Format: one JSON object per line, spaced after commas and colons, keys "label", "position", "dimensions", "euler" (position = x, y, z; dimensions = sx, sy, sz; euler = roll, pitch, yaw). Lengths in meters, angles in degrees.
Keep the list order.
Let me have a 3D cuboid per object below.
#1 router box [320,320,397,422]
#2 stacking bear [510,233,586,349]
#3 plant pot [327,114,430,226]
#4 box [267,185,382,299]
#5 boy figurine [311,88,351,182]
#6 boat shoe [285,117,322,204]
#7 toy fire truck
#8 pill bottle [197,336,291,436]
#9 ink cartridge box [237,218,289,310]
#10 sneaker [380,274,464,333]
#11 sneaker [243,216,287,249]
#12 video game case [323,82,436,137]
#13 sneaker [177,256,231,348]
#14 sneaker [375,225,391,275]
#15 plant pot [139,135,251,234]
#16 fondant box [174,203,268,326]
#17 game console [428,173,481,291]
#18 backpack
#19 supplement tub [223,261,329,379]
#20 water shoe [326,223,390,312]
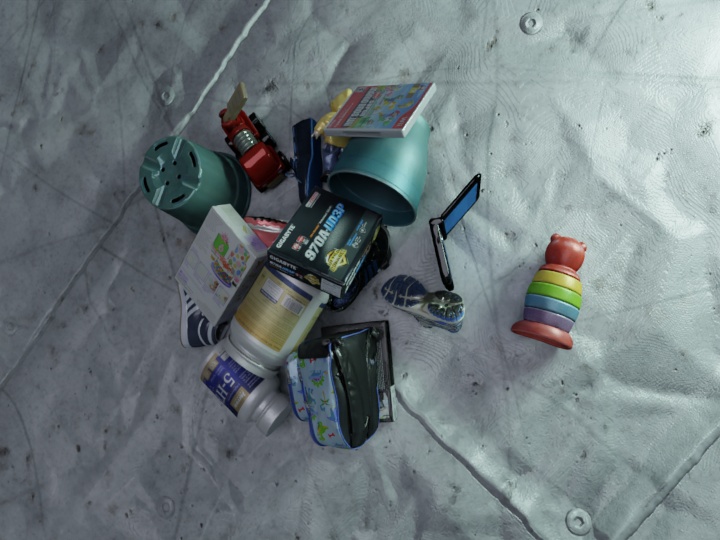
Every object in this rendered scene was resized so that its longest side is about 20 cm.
{"label": "router box", "position": [-0.003, 0.215, 1.119], "dimensions": [0.143, 0.051, 0.209], "euler": [-6, 83, 13]}
{"label": "stacking bear", "position": [0.379, 0.035, 1.029], "dimensions": [0.117, 0.114, 0.207], "euler": [16, 84, 13]}
{"label": "plant pot", "position": [0.054, -0.226, 1.084], "dimensions": [0.194, 0.201, 0.193], "euler": [19, 75, 13]}
{"label": "box", "position": [-0.062, -0.058, 0.997], "dimensions": [0.155, 0.047, 0.202], "euler": [23, 50, 9]}
{"label": "boy figurine", "position": [-0.051, -0.297, 1.164], "dimensions": [0.120, 0.064, 0.209], "euler": [6, 83, -22]}
{"label": "boat shoe", "position": [-0.124, -0.236, 1.185], "dimensions": [0.066, 0.084, 0.208], "euler": [-6, 67, 18]}
{"label": "toy fire truck", "position": [-0.239, -0.289, 1.141], "dimensions": [0.127, 0.200, 0.179], "euler": [-36, 79, 6]}
{"label": "pill bottle", "position": [-0.241, 0.248, 1.133], "dimensions": [0.198, 0.120, 0.121], "euler": [40, 93, 13]}
{"label": "ink cartridge box", "position": [-0.183, -0.003, 1.162], "dimensions": [0.139, 0.084, 0.209], "euler": [5, 87, 12]}
{"label": "sneaker", "position": [0.125, 0.079, 1.092], "dimensions": [0.196, 0.087, 0.077], "euler": [23, 59, 35]}
{"label": "sneaker", "position": [-0.154, -0.054, 1.093], "dimensions": [0.193, 0.073, 0.090], "euler": [13, 99, 16]}
{"label": "video game case", "position": [0.035, -0.313, 1.034], "dimensions": [0.195, 0.018, 0.145], "euler": [12, 57, 37]}
{"label": "sneaker", "position": [-0.351, 0.071, 1.198], "dimensions": [0.104, 0.070, 0.209], "euler": [-1, 90, 15]}
{"label": "sneaker", "position": [-0.002, -0.087, 1.137], "dimensions": [0.110, 0.073, 0.204], "euler": [-30, 93, 3]}
{"label": "plant pot", "position": [-0.368, -0.188, 1.163], "dimensions": [0.192, 0.196, 0.209], "euler": [-1, 85, 12]}
{"label": "fondant box", "position": [-0.287, -0.010, 1.095], "dimensions": [0.144, 0.058, 0.202], "euler": [45, 119, 14]}
{"label": "game console", "position": [0.197, -0.064, 1.025], "dimensions": [0.112, 0.200, 0.183], "euler": [-14, 82, 11]}
{"label": "backpack", "position": [-0.045, 0.227, 1.012], "dimensions": [0.143, 0.181, 0.208], "euler": [-11, 88, 31]}
{"label": "supplement tub", "position": [-0.165, 0.091, 1.034], "dimensions": [0.142, 0.144, 0.203], "euler": [34, 91, 13]}
{"label": "water shoe", "position": [0.000, 0.000, 1.069], "dimensions": [0.070, 0.079, 0.204], "euler": [30, 96, -4]}
